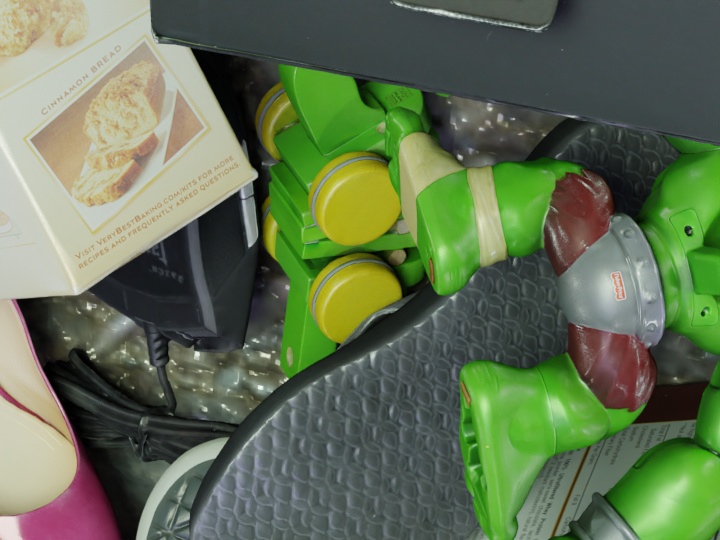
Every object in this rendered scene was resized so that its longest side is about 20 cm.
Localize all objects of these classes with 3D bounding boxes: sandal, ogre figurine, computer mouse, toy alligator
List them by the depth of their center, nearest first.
[{"bbox_3d":[0.080,0.004,0.723,0.119,0.201,0.098,-13,168,-6],"label":"ogre figurine"},{"bbox_3d":[0.029,0.033,0.793,0.200,0.043,0.076,-43,106,-2],"label":"sandal"},{"bbox_3d":[0.000,0.000,0.830,0.054,0.059,0.201,-14,129,-18],"label":"toy alligator"},{"bbox_3d":[-0.084,-0.018,0.859,0.140,0.046,0.201,13,126,39],"label":"computer mouse"}]

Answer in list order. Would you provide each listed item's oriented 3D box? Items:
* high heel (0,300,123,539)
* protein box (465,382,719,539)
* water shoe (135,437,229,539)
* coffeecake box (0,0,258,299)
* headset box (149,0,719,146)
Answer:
[{"bbox_3d":[-0.131,0.034,0.856,0.201,0.067,0.096,62,153,11],"label":"high heel"},{"bbox_3d":[0.130,0.154,0.835,0.199,0.135,0.199,-6,121,26],"label":"protein box"},{"bbox_3d":[-0.024,0.152,0.854,0.071,0.079,0.201,-15,95,13],"label":"water shoe"},{"bbox_3d":[-0.138,-0.093,0.743,0.153,0.073,0.201,-4,117,57],"label":"coffeecake box"},{"bbox_3d":[0.055,-0.123,0.620,0.173,0.200,0.093,11,128,13],"label":"headset box"}]
